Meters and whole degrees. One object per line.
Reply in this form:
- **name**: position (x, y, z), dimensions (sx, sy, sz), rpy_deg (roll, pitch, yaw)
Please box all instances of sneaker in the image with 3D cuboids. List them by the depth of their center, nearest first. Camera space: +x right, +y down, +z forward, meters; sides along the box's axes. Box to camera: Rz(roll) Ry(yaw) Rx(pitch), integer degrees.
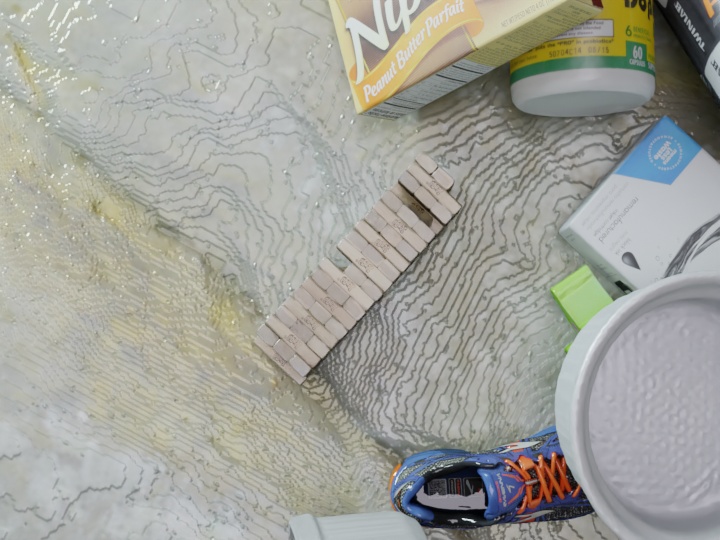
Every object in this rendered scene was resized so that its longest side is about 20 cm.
- **sneaker**: position (0.116, 0.165, 0.947), dimensions (0.197, 0.078, 0.076), rpy_deg (-14, 88, 8)

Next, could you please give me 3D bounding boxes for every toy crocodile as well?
- **toy crocodile**: position (0.214, 0.089, 0.967), dimensions (0.067, 0.062, 0.202), rpy_deg (-28, 86, -1)

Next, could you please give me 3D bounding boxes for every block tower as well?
- **block tower**: position (0.000, 0.000, 0.979), dimensions (0.054, 0.058, 0.200), rpy_deg (42, 89, 4)

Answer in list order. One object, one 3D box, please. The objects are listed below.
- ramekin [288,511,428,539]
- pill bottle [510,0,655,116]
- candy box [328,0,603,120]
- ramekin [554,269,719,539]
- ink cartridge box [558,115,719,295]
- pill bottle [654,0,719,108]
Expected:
- **ramekin**: position (0.014, 0.267, 0.896), dimensions (0.093, 0.202, 0.205), rpy_deg (-13, 86, -7)
- **pill bottle**: position (0.169, -0.228, 0.962), dimensions (0.111, 0.113, 0.203), rpy_deg (-1, 86, 1)
- **candy box**: position (0.071, -0.206, 0.933), dimensions (0.199, 0.055, 0.117), rpy_deg (-24, 74, 36)
- **ramekin**: position (0.232, 0.101, 0.879), dimensions (0.197, 0.098, 0.204), rpy_deg (0, 91, -5)
- **ink cartridge box**: position (0.267, -0.008, 0.969), dimensions (0.200, 0.068, 0.116), rpy_deg (42, 89, 2)
- **pill bottle**: position (0.287, -0.198, 0.939), dimensions (0.105, 0.107, 0.202), rpy_deg (-22, 59, 0)
